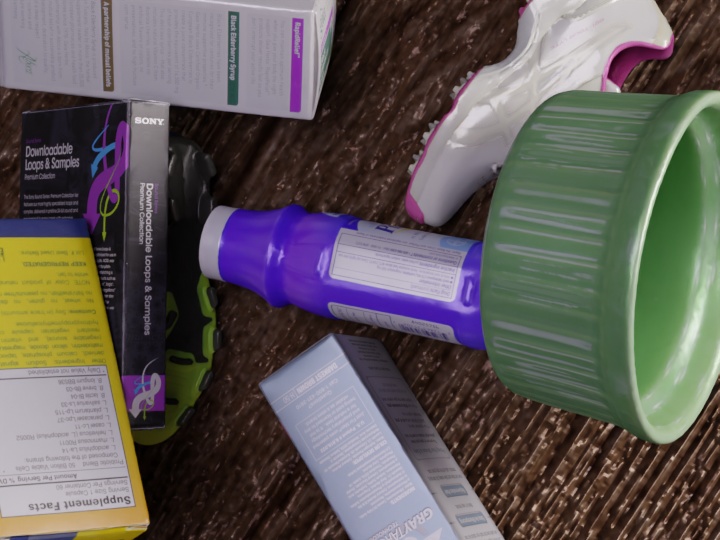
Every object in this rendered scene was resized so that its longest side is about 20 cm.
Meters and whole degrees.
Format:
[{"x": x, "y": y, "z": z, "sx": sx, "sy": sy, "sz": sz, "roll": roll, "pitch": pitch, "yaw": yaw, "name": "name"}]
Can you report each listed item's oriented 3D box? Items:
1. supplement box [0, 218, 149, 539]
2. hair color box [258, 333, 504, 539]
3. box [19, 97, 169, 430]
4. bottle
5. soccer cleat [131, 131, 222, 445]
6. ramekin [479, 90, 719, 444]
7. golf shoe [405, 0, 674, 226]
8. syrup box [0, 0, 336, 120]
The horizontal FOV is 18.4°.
[{"x": -0.216, "y": 0.080, "z": 1.340, "sx": 0.109, "sy": 0.109, "sz": 0.201, "roll": -35, "pitch": 62, "yaw": 49, "name": "supplement box"}, {"x": 0.026, "y": 0.138, "z": 1.342, "sx": 0.061, "sy": 0.099, "sz": 0.200, "roll": -35, "pitch": 77, "yaw": 12, "name": "hair color box"}, {"x": -0.169, "y": -0.004, "z": 1.399, "sx": 0.143, "sy": 0.036, "sz": 0.201, "roll": 1, "pitch": 91, "yaw": 54, "name": "box"}, {"x": 0.000, "y": 0.000, "z": 1.368, "sx": 0.199, "sy": 0.084, "sz": 0.066, "roll": 11, "pitch": 89, "yaw": 19, "name": "bottle"}, {"x": -0.135, "y": 0.010, "z": 1.433, "sx": 0.084, "sy": 0.065, "sz": 0.201, "roll": 6, "pitch": 93, "yaw": 48, "name": "soccer cleat"}, {"x": 0.145, "y": -0.009, "z": 1.266, "sx": 0.097, "sy": 0.200, "sz": 0.201, "roll": 11, "pitch": 90, "yaw": 26, "name": "ramekin"}, {"x": 0.107, "y": -0.097, "z": 1.346, "sx": 0.091, "sy": 0.075, "sz": 0.200, "roll": 40, "pitch": 100, "yaw": 13, "name": "golf shoe"}, {"x": -0.118, "y": -0.154, "z": 1.382, "sx": 0.199, "sy": 0.079, "sz": 0.082, "roll": 7, "pitch": 124, "yaw": 4, "name": "syrup box"}]
